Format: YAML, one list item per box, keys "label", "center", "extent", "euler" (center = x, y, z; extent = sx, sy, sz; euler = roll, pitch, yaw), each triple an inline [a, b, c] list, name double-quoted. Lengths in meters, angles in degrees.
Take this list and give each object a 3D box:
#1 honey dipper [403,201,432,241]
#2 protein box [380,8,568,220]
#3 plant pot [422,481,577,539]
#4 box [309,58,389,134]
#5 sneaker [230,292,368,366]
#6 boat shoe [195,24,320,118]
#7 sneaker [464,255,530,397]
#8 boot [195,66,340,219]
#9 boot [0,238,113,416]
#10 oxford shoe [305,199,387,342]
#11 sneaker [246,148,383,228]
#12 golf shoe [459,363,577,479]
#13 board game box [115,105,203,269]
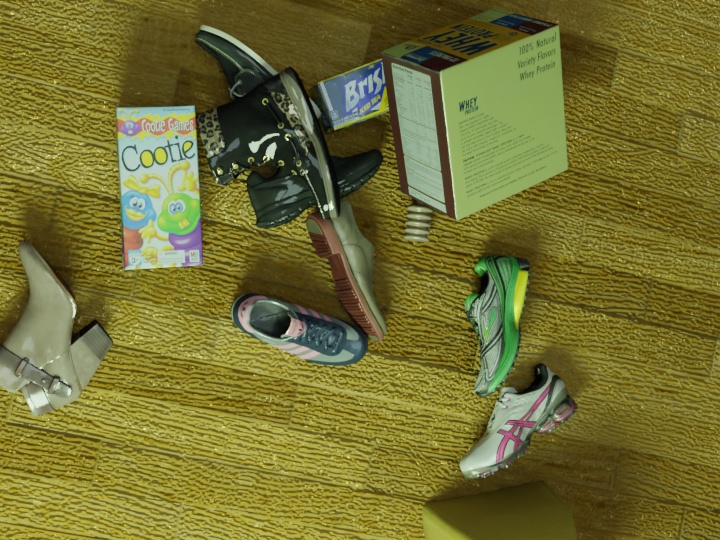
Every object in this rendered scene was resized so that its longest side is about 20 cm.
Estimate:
- label: "honey dipper"
  center: [0.089, -0.143, 1.582]
  extent: [0.037, 0.038, 0.204]
  euler: [7, 87, -12]
- label: "protein box"
  center: [0.153, -0.210, 1.488]
  extent: [0.196, 0.134, 0.203]
  euler: [-25, 122, -25]
- label: "plant pot"
  center: [0.211, 0.415, 1.530]
  extent: [0.192, 0.200, 0.198]
  euler: [-8, 92, -13]
- label: "box"
  center: [0.034, -0.255, 1.553]
  extent: [0.197, 0.064, 0.071]
  euler: [-23, 96, -12]
- label: "sneaker"
  center: [-0.078, 0.085, 1.522]
  extent: [0.197, 0.082, 0.071]
  euler: [16, 87, -12]
- label: "boat shoe"
  center: [-0.146, -0.249, 1.510]
  extent: [0.199, 0.072, 0.068]
  euler: [40, 82, -13]
- label: "sneaker"
  center: [0.180, 0.077, 1.591]
  extent: [0.084, 0.078, 0.204]
  euler: [10, 80, -5]
- label: "boot"
  center: [-0.117, -0.145, 1.468]
  extent: [0.148, 0.073, 0.203]
  euler: [-20, 96, 4]
- label: "boot"
  center: [-0.421, 0.082, 1.455]
  extent: [0.146, 0.070, 0.201]
  euler: [-39, 98, -7]
- label: "oxford shoe"
  center: [0.000, 0.000, 1.547]
  extent: [0.074, 0.070, 0.203]
  euler: [-30, 105, -24]
- label: "sneaker"
  center: [-0.063, -0.130, 1.531]
  extent: [0.197, 0.076, 0.092]
  euler: [-24, 89, -13]
- label: "golf shoe"
  center: [0.209, 0.214, 1.596]
  extent: [0.199, 0.073, 0.093]
  euler: [-35, 92, -20]
- label: "board game box"
  center: [-0.262, -0.106, 1.469]
  extent: [0.103, 0.103, 0.204]
  euler: [-4, 91, -12]
